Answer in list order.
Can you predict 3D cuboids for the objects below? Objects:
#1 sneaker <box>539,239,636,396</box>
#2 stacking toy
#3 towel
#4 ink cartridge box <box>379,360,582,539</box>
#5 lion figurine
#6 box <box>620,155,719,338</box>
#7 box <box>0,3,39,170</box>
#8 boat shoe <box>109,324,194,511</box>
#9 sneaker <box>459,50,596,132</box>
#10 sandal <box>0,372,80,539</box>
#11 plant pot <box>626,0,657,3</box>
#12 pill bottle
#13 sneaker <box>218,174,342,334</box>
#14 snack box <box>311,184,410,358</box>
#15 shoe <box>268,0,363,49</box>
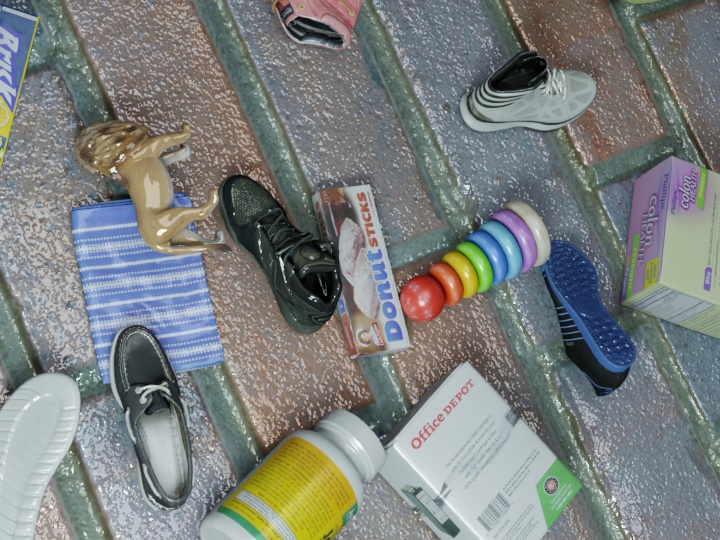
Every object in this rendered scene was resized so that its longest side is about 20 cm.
[{"bbox_3d":[0.265,0.059,1.869,0.069,0.078,0.202,-8,55,-22],"label":"sneaker"},{"bbox_3d":[0.128,-0.004,1.826,0.199,0.085,0.086,-29,85,-23],"label":"stacking toy"},{"bbox_3d":[-0.234,0.016,1.690,0.143,0.024,0.203,-8,76,-24],"label":"towel"},{"bbox_3d":[0.129,0.227,1.738,0.200,0.084,0.146,47,61,-2],"label":"ink cartridge box"},{"bbox_3d":[-0.227,-0.086,1.674,0.121,0.073,0.202,-19,68,-19],"label":"lion figurine"},{"bbox_3d":[0.446,-0.021,1.952,0.198,0.097,0.178,18,67,-17],"label":"box"},{"bbox_3d":[-0.406,-0.188,1.663,0.069,0.064,0.203,16,66,-17],"label":"box"},{"bbox_3d":[-0.217,0.153,1.619,0.073,0.060,0.203,-6,81,-22],"label":"boat shoe"},{"bbox_3d":[0.231,-0.227,1.919,0.198,0.115,0.077,-13,77,-26],"label":"sneaker"},{"bbox_3d":[-0.346,0.201,1.568,0.081,0.050,0.205,20,78,0],"label":"sandal"},{"bbox_3d":[0.390,-0.496,2.056,0.198,0.201,0.192,-15,65,-26],"label":"plant pot"},{"bbox_3d":[-0.067,0.243,1.634,0.113,0.113,0.200,48,61,-1],"label":"pill bottle"},{"bbox_3d":[-0.083,-0.033,1.722,0.076,0.114,0.201,-26,82,-30],"label":"sneaker"},{"bbox_3d":[0.000,0.000,1.794,0.071,0.024,0.203,-7,75,-26],"label":"snack box"},{"bbox_3d":[-0.088,-0.343,1.846,0.198,0.071,0.092,25,59,-19],"label":"shoe"}]
